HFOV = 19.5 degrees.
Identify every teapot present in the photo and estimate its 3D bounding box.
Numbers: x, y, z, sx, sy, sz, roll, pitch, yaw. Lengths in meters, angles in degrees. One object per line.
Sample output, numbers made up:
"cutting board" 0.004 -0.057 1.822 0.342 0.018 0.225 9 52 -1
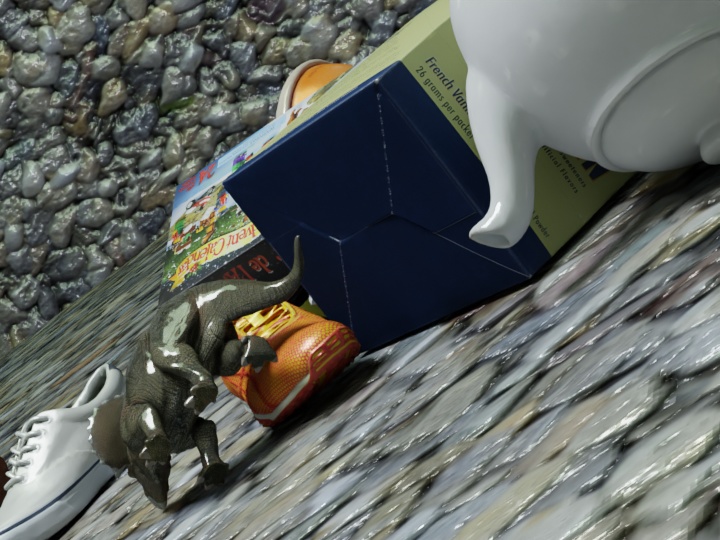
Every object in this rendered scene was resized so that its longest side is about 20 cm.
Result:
"teapot" 0.152 -0.119 1.026 0.197 0.146 0.200 -9 -31 -36

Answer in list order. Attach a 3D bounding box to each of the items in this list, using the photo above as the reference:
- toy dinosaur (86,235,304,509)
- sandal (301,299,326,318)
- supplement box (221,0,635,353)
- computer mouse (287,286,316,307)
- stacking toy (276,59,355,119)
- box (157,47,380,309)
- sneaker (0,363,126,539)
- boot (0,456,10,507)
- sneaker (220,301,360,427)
"toy dinosaur" -0.102 0.057 1.196 0.102 0.077 0.201 44 116 48
"sandal" -0.064 0.000 1.540 0.079 0.087 0.200 -44 7 -25
"supplement box" 0.065 -0.081 1.210 0.200 0.134 0.200 -43 9 -31
"computer mouse" 0.000 0.000 1.374 0.200 0.044 0.110 -33 13 25
"stacking toy" 0.044 -0.119 1.708 0.199 0.147 0.146 -12 21 32
"box" -0.046 -0.055 1.416 0.200 0.038 0.137 -32 31 25
"sneaker" -0.222 0.140 1.495 0.073 0.071 0.200 -32 10 41
"boot" -0.344 0.169 1.541 0.188 0.068 0.200 -31 -36 -17
"sneaker" -0.057 0.047 1.255 0.073 0.077 0.200 -39 9 -17
